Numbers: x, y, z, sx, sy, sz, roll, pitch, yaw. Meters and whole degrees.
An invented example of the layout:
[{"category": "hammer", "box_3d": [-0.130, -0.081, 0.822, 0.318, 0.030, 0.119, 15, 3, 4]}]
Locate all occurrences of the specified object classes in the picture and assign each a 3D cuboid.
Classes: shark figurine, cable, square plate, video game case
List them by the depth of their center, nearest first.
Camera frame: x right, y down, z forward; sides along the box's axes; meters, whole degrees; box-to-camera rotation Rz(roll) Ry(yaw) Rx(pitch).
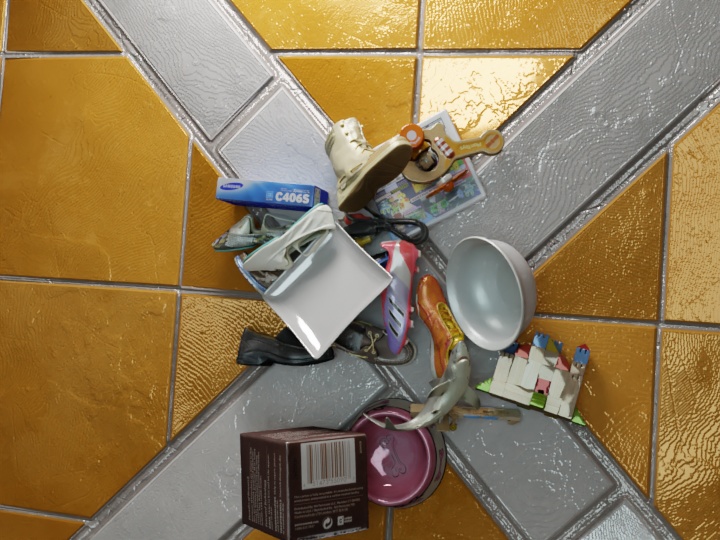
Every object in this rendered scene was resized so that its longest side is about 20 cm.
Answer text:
[{"category": "shark figurine", "box_3d": [0.120, 0.223, 1.593, 0.214, 0.090, 0.129, -41, 121, -1]}, {"category": "square plate", "box_3d": [-0.060, 0.035, 1.648, 0.198, 0.028, 0.200, -45, 51, -1]}, {"category": "cable", "box_3d": [0.038, -0.083, 1.698, 0.196, 0.050, 0.099, -2, 72, 21]}, {"category": "video game case", "box_3d": [0.112, -0.174, 1.703, 0.197, 0.023, 0.185, -27, 80, 11]}]

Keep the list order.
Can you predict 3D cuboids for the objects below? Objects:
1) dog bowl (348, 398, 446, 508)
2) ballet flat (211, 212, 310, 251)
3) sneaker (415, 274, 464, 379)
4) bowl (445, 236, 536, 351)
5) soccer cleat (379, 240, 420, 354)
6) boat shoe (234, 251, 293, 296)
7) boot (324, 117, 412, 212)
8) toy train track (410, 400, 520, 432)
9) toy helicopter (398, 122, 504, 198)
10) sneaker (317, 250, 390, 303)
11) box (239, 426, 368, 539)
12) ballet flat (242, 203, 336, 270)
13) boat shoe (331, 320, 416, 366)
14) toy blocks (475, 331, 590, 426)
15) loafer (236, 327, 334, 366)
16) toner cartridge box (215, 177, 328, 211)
[{"category": "dog bowl", "box_3d": [0.056, 0.338, 1.660, 0.196, 0.074, 0.205, -1, 86, 14]}, {"category": "ballet flat", "box_3d": [-0.193, -0.076, 1.753, 0.196, 0.072, 0.074, -2, 86, 10]}, {"category": "sneaker", "box_3d": [0.154, 0.103, 1.640, 0.076, 0.072, 0.204, -16, 91, 49]}, {"category": "bowl", "box_3d": [0.245, 0.032, 1.598, 0.200, 0.089, 0.205, 29, 126, 49]}, {"category": "soccer cleat", "box_3d": [0.061, 0.046, 1.638, 0.075, 0.067, 0.205, 7, 94, -4]}, {"category": "boat shoe", "box_3d": [-0.155, 0.027, 1.744, 0.200, 0.072, 0.072, 44, 93, 3]}, {"category": "boot", "box_3d": [0.008, -0.221, 1.658, 0.200, 0.072, 0.158, -43, 53, 44]}, {"category": "toy train track", "box_3d": [0.187, 0.264, 1.633, 0.195, 0.115, 0.033, 3, 122, 1]}, {"category": "toy helicopter", "box_3d": [0.166, -0.205, 1.644, 0.196, 0.079, 0.135, -12, 78, 2]}, {"category": "sneaker", "box_3d": [0.000, 0.000, 1.699, 0.197, 0.071, 0.078, -28, 50, -2]}, {"category": "box", "box_3d": [-0.101, 0.371, 1.608, 0.199, 0.163, 0.168, -9, 82, 59]}, {"category": "ballet flat", "box_3d": [-0.128, -0.044, 1.678, 0.198, 0.069, 0.070, -36, 79, 5]}, {"category": "boat shoe", "box_3d": [0.007, 0.131, 1.692, 0.197, 0.059, 0.073, 18, 91, 15]}, {"category": "toy blocks", "box_3d": [0.316, 0.174, 1.599, 0.196, 0.100, 0.139, 16, 79, 15]}, {"category": "loafer", "box_3d": [-0.144, 0.145, 1.729, 0.196, 0.073, 0.074, 0, 82, 14]}, {"category": "toner cartridge box", "box_3d": [-0.168, -0.143, 1.739, 0.196, 0.095, 0.044, 6, 87, 15]}]
